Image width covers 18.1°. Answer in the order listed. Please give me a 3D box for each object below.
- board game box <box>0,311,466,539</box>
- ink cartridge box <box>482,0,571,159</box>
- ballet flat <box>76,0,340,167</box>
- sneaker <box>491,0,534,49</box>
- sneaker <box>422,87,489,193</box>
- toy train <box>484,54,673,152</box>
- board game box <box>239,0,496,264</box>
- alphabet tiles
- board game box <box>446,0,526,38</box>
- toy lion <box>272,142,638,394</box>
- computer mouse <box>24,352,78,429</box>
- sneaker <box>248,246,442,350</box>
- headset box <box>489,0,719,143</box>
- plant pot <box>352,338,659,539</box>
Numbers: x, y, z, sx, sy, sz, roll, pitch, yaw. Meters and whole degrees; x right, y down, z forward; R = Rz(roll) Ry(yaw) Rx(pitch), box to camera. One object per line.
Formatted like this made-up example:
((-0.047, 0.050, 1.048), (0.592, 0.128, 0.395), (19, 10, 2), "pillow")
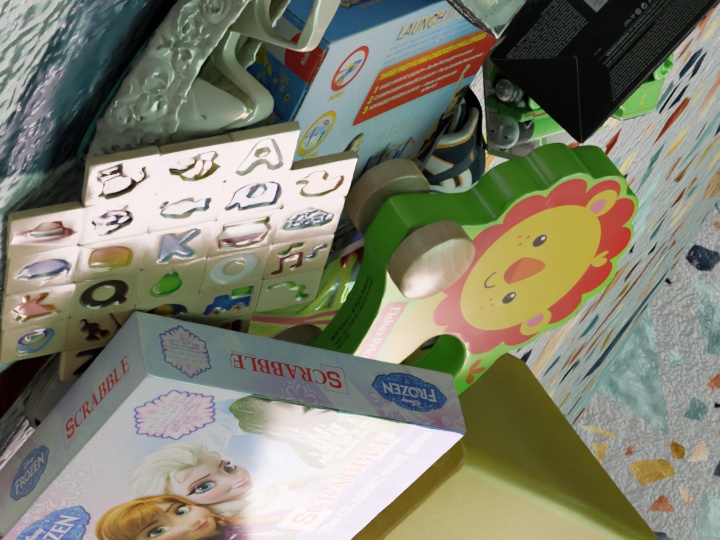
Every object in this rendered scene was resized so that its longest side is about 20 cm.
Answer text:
((-0.080, 0.109, 1.211), (0.199, 0.041, 0.200), (12, 138, -33), "board game box")
((0.149, -0.178, 1.494), (0.200, 0.048, 0.146), (-43, 138, -42), "ink cartridge box")
((-0.055, -0.106, 1.008), (0.200, 0.072, 0.072), (-56, 168, 18), "ballet flat")
((0.080, -0.207, 1.248), (0.200, 0.070, 0.093), (-57, 161, 15), "sneaker")
((0.044, -0.089, 1.408), (0.079, 0.078, 0.200), (-51, 168, 20), "sneaker")
((0.137, -0.113, 1.430), (0.200, 0.042, 0.057), (-18, 131, -53), "toy train")
((-0.019, -0.080, 1.195), (0.200, 0.056, 0.196), (-27, 152, -52), "board game box")
((-0.090, -0.005, 1.084), (0.166, 0.006, 0.200), (-11, 152, -18), "alphabet tiles")
((0.085, -0.230, 1.101), (0.200, 0.028, 0.135), (-53, 132, -2), "board game box")
((0.061, 0.011, 1.278), (0.191, 0.069, 0.200), (-2, 135, -40), "toy lion")
((-0.137, 0.079, 1.278), (0.110, 0.044, 0.200), (-52, 169, -1), "computer mouse")
((0.000, 0.000, 1.341), (0.199, 0.078, 0.090), (-20, 129, -5), "sneaker")
((0.169, -0.169, 1.312), (0.149, 0.075, 0.200), (-47, 179, 22), "headset box")
((0.033, 0.149, 1.431), (0.200, 0.200, 0.176), (-43, 139, 8), "plant pot")
